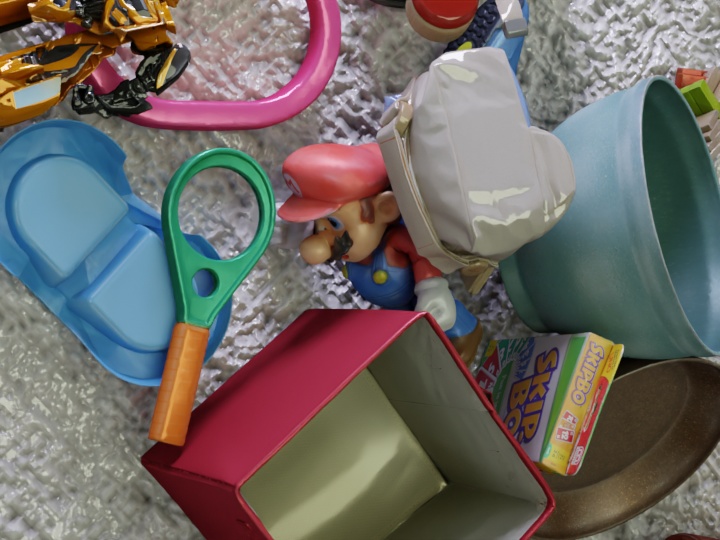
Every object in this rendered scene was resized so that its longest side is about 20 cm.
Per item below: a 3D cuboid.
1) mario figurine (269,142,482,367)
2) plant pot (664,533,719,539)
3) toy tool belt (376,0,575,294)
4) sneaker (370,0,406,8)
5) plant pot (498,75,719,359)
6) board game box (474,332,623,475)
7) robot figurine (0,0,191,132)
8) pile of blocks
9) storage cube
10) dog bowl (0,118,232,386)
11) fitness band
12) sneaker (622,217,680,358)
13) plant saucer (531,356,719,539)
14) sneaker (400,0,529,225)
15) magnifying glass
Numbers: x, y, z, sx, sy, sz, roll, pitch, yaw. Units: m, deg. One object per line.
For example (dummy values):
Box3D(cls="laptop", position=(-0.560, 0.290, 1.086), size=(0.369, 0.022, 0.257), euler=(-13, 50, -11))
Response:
Box3D(cls="mario figurine", position=(0.000, 0.000, 1.154), size=(0.201, 0.123, 0.106), euler=(55, 26, -30))
Box3D(cls="plant pot", position=(0.319, 0.300, 1.291), size=(0.194, 0.201, 0.203), euler=(18, 82, -17))
Box3D(cls="toy tool belt", position=(0.063, -0.092, 1.116), size=(0.124, 0.123, 0.202), euler=(-12, 76, -16))
Box3D(cls="sneaker", position=(0.095, -0.243, 1.209), size=(0.198, 0.114, 0.077), euler=(-10, 90, -25))
Box3D(cls="plant pot", position=(0.176, -0.025, 1.184), size=(0.200, 0.133, 0.202), euler=(38, 45, -52))
Box3D(cls="board game box", position=(0.121, 0.095, 1.173), size=(0.030, 0.200, 0.096), euler=(25, 79, -17))
Box3D(cls="robot figurine", position=(-0.207, -0.156, 1.055), size=(0.198, 0.058, 0.146), euler=(-20, 77, -13))
Box3D(cls="pile of blocks", position=(0.232, -0.103, 1.297), size=(0.200, 0.082, 0.062), euler=(-45, 109, -19))
Box3D(cls="storage cube", position=(-0.010, 0.143, 1.118), size=(0.200, 0.179, 0.172), euler=(-42, 108, -22))
Box3D(cls="dog bowl", position=(-0.175, -0.010, 1.106), size=(0.200, 0.049, 0.112), euler=(47, 70, -19))
Box3D(cls="fitness band", position=(-0.107, -0.170, 1.148), size=(0.198, 0.037, 0.145), euler=(-2, 91, -26))
Box3D(cls="sneaker", position=(0.224, 0.020, 1.307), size=(0.078, 0.075, 0.201), euler=(35, 82, -33))
Box3D(cls="plant saucer", position=(0.192, 0.128, 1.253), size=(0.199, 0.037, 0.201), euler=(-19, 140, -16))
Box3D(cls="sneaker", position=(0.083, -0.107, 1.214), size=(0.078, 0.066, 0.201), euler=(26, 94, -19))
Box3D(cls="magnifying glass", position=(-0.108, 0.017, 1.103), size=(0.079, 0.022, 0.202), euler=(16, 81, -27))
